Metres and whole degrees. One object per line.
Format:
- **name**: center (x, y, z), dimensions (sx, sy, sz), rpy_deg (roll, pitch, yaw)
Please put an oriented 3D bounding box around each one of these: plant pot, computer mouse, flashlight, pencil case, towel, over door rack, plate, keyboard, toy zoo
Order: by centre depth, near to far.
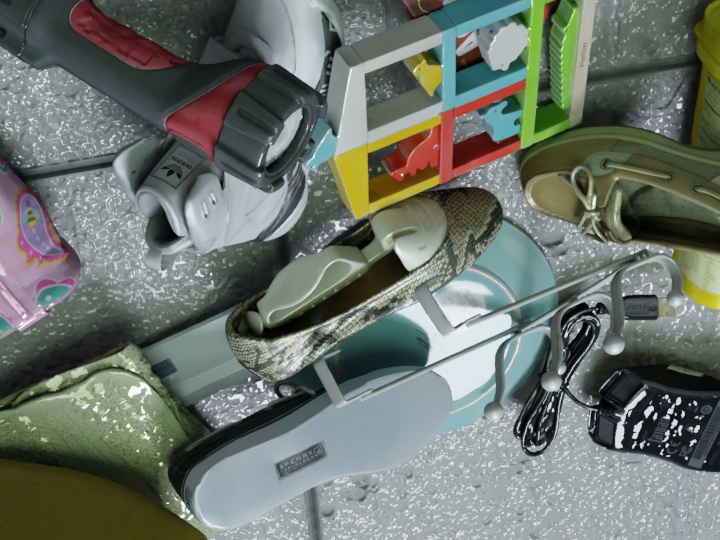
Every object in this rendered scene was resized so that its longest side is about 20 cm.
- **flashlight**: center (-0.116, -0.118, 0.902), dimensions (0.200, 0.068, 0.068), rpy_deg (34, 127, 15)
- **pencil case**: center (-0.249, -0.049, 0.964), dimensions (0.087, 0.087, 0.200), rpy_deg (-28, 127, 5)
- **toy zoo**: center (0.051, -0.104, 0.996), dimensions (0.200, 0.020, 0.131), rpy_deg (-24, 144, -16)
- **over door rack**: center (0.091, 0.049, 1.039), dimensions (0.200, 0.067, 0.148), rpy_deg (-7, 161, -33)
- **plant pot**: center (-0.198, 0.249, 1.076), dimensions (0.200, 0.194, 0.196), rpy_deg (2, 138, -8)
- **keyboard**: center (-0.133, 0.073, 1.118), dimensions (0.200, 0.011, 0.056), rpy_deg (-25, 121, 7)
- **towel**: center (-0.172, 0.138, 1.128), dimensions (0.148, 0.037, 0.200), rpy_deg (-25, 133, 9)
- **plate**: center (0.045, 0.046, 1.145), dimensions (0.200, 0.026, 0.200), rpy_deg (-7, 125, -10)
- **computer mouse**: center (0.216, 0.076, 1.204), dimensions (0.200, 0.046, 0.141), rpy_deg (7, 118, -13)

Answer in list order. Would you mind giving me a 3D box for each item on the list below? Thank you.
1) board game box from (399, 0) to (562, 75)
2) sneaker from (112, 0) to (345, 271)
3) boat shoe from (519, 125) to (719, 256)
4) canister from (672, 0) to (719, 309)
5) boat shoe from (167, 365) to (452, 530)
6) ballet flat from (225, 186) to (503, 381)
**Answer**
- **board game box**: center (0.061, -0.189, 0.938), dimensions (0.103, 0.019, 0.200), rpy_deg (-37, 149, 4)
- **sneaker**: center (-0.077, -0.089, 0.960), dimensions (0.115, 0.075, 0.200), rpy_deg (-30, 142, -44)
- **boat shoe**: center (0.188, -0.041, 1.040), dimensions (0.200, 0.063, 0.073), rpy_deg (11, 141, 26)
- **canister**: center (0.288, -0.077, 1.090), dimensions (0.148, 0.087, 0.200), rpy_deg (-6, 126, -11)
- **boat shoe**: center (-0.035, 0.112, 1.116), dimensions (0.199, 0.068, 0.074), rpy_deg (-27, 118, -17)
- **ballet flat**: center (0.000, 0.000, 1.053), dimensions (0.200, 0.068, 0.075), rpy_deg (-33, 147, 3)
